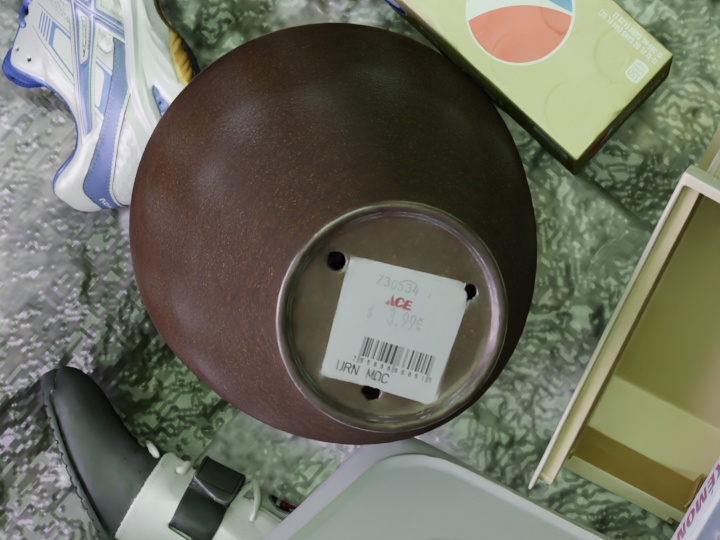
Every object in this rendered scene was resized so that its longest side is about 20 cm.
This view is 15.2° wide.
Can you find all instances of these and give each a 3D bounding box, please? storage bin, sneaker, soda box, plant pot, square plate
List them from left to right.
[{"bbox_3d":[-0.132,-0.125,1.249,0.088,0.075,0.201,-18,84,3],"label":"sneaker"},{"bbox_3d":[-0.069,0.117,1.231,0.088,0.074,0.200,-34,94,2],"label":"sneaker"},{"bbox_3d":[0.000,0.000,1.142,0.186,0.200,0.188,-2,102,-8],"label":"plant pot"},{"bbox_3d":[0.040,0.145,1.123,0.198,0.200,0.029,25,128,23],"label":"square plate"},{"bbox_3d":[0.049,-0.137,1.241,0.200,0.064,0.068,43,90,6],"label":"soda box"},{"bbox_3d":[0.200,0.058,1.155,0.199,0.094,0.199,27,127,6],"label":"storage bin"}]

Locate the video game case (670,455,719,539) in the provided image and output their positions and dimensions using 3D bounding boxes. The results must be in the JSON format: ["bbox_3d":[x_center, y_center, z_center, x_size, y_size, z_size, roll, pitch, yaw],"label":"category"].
[{"bbox_3d":[0.237,0.103,1.077,0.199,0.023,0.183,17,127,-9],"label":"video game case"}]
